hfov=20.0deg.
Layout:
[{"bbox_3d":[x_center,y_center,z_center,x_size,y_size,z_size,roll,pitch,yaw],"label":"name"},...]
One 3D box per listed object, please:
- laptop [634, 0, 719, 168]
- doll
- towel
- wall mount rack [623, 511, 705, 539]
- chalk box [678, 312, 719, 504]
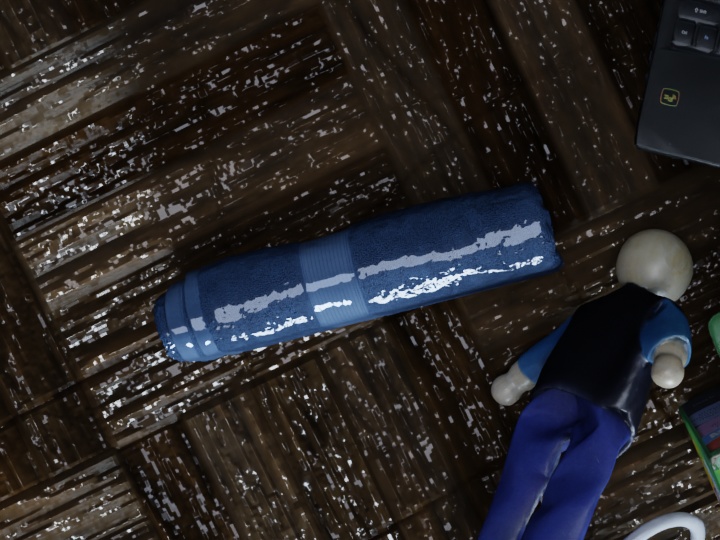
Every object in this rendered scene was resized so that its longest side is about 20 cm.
[{"bbox_3d":[0.226,-0.138,0.867,0.175,0.103,0.202,13,82,3],"label":"laptop"},{"bbox_3d":[0.110,0.064,1.011,0.048,0.136,0.201,37,69,-25],"label":"doll"},{"bbox_3d":[0.000,0.000,1.007,0.198,0.112,0.049,-14,88,4],"label":"towel"},{"bbox_3d":[0.101,0.202,1.013,0.200,0.174,0.075,-44,51,7],"label":"wall mount rack"},{"bbox_3d":[0.239,0.105,1.009,0.124,0.124,0.202,-24,97,5],"label":"chalk box"}]
